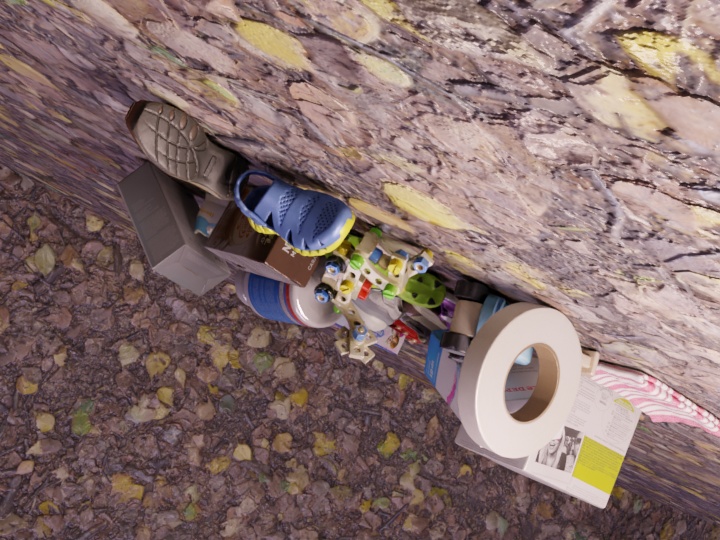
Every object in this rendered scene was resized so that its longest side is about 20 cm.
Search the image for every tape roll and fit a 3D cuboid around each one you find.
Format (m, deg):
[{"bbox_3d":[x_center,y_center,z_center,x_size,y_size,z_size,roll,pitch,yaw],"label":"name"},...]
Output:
[{"bbox_3d":[0.210,0.142,1.139,0.202,0.204,0.037,33,170,-37],"label":"tape roll"}]

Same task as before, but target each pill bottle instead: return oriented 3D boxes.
[{"bbox_3d":[-0.112,0.025,1.359,0.112,0.113,0.199,32,163,-35],"label":"pill bottle"}]

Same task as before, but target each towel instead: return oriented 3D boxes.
[{"bbox_3d":[0.440,0.194,1.337,0.199,0.030,0.146,31,170,-23],"label":"towel"}]

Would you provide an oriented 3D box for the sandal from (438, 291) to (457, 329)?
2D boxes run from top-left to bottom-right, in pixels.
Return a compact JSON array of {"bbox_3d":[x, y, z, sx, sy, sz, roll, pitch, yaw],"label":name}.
[{"bbox_3d":[0.164,0.083,1.424,0.082,0.050,0.202,19,169,37],"label":"sandal"}]

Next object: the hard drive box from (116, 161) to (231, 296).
[{"bbox_3d":[-0.333,-0.073,1.570,0.201,0.077,0.156,61,-170,29],"label":"hard drive box"}]

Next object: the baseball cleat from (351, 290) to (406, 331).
[{"bbox_3d":[0.000,0.000,1.399,0.200,0.106,0.070,52,-157,-15],"label":"baseball cleat"}]

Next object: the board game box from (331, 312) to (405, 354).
[{"bbox_3d":[-0.053,0.074,1.543,0.199,0.041,0.200,19,171,45],"label":"board game box"}]

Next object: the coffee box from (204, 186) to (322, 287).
[{"bbox_3d":[-0.132,-0.054,1.280,0.080,0.115,0.200,34,167,-33],"label":"coffee box"}]

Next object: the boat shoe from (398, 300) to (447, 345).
[{"bbox_3d":[0.123,0.095,1.489,0.201,0.066,0.072,41,-158,-44],"label":"boat shoe"}]

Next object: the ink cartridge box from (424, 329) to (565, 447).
[{"bbox_3d":[0.203,0.171,1.324,0.144,0.085,0.200,-1,-154,-22],"label":"ink cartridge box"}]

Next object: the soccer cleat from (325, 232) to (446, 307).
[{"bbox_3d":[0.032,0.003,1.300,0.199,0.068,0.081,26,177,-8],"label":"soccer cleat"}]

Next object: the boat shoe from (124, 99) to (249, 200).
[{"bbox_3d":[-0.229,-0.151,1.127,0.074,0.076,0.200,23,171,39],"label":"boat shoe"}]

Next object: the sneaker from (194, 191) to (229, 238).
[{"bbox_3d":[-0.228,-0.068,1.589,0.076,0.081,0.200,18,169,36],"label":"sneaker"}]

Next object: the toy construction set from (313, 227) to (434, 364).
[{"bbox_3d":[0.007,0.027,1.204,0.131,0.201,0.092,28,-147,4],"label":"toy construction set"}]

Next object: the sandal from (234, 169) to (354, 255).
[{"bbox_3d":[-0.093,-0.078,1.110,0.199,0.080,0.087,15,157,41],"label":"sandal"}]

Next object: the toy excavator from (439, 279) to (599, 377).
[{"bbox_3d":[0.230,0.102,1.239,0.199,0.101,0.194,14,169,21],"label":"toy excavator"}]

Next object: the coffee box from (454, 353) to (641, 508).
[{"bbox_3d":[0.319,0.256,1.493,0.199,0.199,0.199,28,170,-27],"label":"coffee box"}]

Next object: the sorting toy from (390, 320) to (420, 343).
[{"bbox_3d":[0.052,0.072,1.624,0.199,0.070,0.199,22,170,26],"label":"sorting toy"}]
